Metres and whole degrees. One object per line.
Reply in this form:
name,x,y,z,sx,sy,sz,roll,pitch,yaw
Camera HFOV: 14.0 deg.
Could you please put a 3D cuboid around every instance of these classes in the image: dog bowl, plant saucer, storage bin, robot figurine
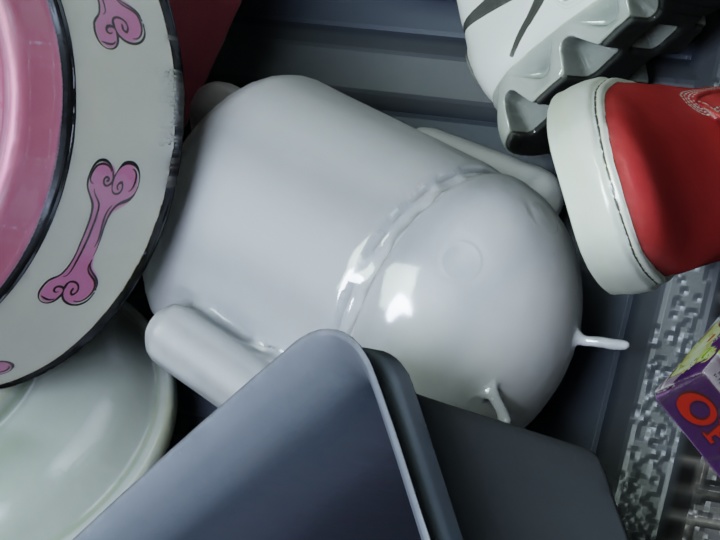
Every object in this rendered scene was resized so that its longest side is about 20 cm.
dog bowl,-0.163,-0.056,1.063,0.200,0.074,0.201,-2,87,35
plant saucer,-0.172,0.054,1.131,0.200,0.050,0.200,-10,38,8
storage bin,0.002,0.131,0.991,0.200,0.134,0.146,-43,51,34
robot figurine,0.000,0.000,1.080,0.200,0.113,0.170,28,53,32

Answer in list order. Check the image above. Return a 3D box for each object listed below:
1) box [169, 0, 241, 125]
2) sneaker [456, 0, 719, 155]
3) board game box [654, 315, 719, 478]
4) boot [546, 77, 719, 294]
box,-0.113,-0.150,1.143,0.128,0.109,0.200,34,107,32
sneaker,0.109,-0.134,1.073,0.200,0.074,0.089,-37,65,26
board game box,0.187,0.076,0.905,0.200,0.120,0.032,50,137,-8
boot,0.150,-0.043,0.973,0.144,0.200,0.073,-14,88,22
